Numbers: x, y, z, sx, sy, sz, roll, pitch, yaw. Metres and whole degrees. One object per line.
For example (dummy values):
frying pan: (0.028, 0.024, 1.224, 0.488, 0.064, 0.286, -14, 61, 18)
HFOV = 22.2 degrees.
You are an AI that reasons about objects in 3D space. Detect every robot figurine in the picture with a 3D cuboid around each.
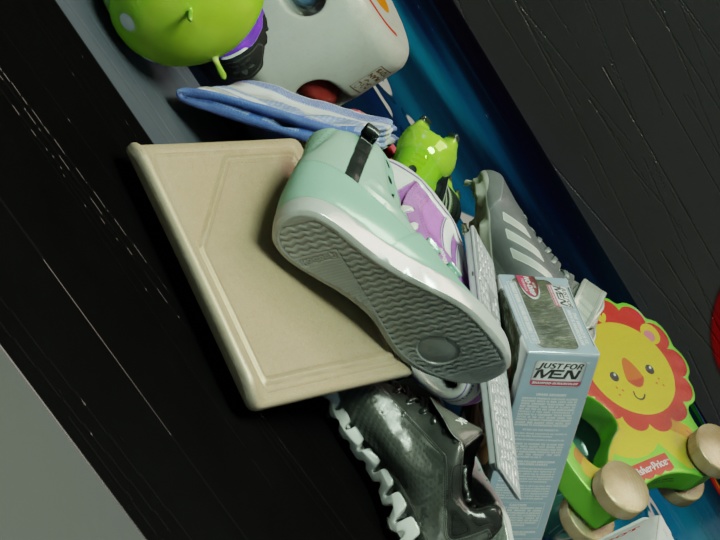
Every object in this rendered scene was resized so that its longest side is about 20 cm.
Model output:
robot figurine: (-0.136, -0.231, 1.305, 0.176, 0.115, 0.201, 56, 11, -60)

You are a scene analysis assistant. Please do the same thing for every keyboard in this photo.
keyboard: (0.096, 0.064, 1.323, 0.056, 0.011, 0.202, 48, 31, -51)

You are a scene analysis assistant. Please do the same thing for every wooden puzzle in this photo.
wooden puzzle: (-0.060, 0.000, 1.200, 0.199, 0.037, 0.186, -4, 65, -58)

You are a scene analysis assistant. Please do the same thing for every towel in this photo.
towel: (-0.051, -0.120, 1.401, 0.146, 0.024, 0.200, 17, 8, 7)

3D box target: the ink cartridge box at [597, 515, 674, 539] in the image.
ink cartridge box: (0.171, 0.265, 1.350, 0.086, 0.146, 0.200, 62, 13, 1)

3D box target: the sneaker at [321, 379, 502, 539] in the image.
sneaker: (0.038, 0.115, 1.284, 0.201, 0.090, 0.066, 63, 12, 11)

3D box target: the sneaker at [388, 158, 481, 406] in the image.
sneaker: (0.039, 0.003, 1.335, 0.202, 0.072, 0.114, 62, 14, 11)

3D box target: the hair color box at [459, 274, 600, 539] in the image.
hair color box: (0.121, 0.114, 1.415, 0.099, 0.060, 0.201, -107, -155, -54)

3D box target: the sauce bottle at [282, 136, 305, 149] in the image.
sauce bottle: (-0.043, -0.027, 1.348, 0.066, 0.066, 0.201, 54, 20, -28)

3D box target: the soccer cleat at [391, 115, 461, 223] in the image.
soccer cleat: (0.043, -0.059, 1.517, 0.067, 0.081, 0.200, 29, -13, 11)

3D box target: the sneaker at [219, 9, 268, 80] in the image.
sneaker: (-0.117, -0.227, 1.507, 0.201, 0.069, 0.100, -103, 167, -46)

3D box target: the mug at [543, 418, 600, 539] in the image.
mug: (0.174, 0.169, 1.608, 0.184, 0.152, 0.115, -8, 66, -40)

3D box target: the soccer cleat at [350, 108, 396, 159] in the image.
soccer cleat: (0.033, -0.062, 1.699, 0.201, 0.066, 0.076, 57, -8, 5)

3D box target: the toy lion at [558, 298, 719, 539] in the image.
toy lion: (0.211, 0.113, 1.528, 0.199, 0.069, 0.193, -14, 65, -42)

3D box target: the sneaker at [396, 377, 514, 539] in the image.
sneaker: (0.074, 0.173, 1.352, 0.080, 0.070, 0.201, 49, 16, -52)

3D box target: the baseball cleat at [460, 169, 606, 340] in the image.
baseball cleat: (0.146, 0.004, 1.526, 0.070, 0.105, 0.202, 98, -13, -59)

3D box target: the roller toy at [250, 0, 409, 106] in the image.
roller toy: (-0.043, -0.234, 1.629, 0.200, 0.139, 0.183, 54, 14, -30)

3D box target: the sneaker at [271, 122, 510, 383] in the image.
sneaker: (0.033, -0.016, 1.237, 0.200, 0.074, 0.119, 40, 39, -23)
